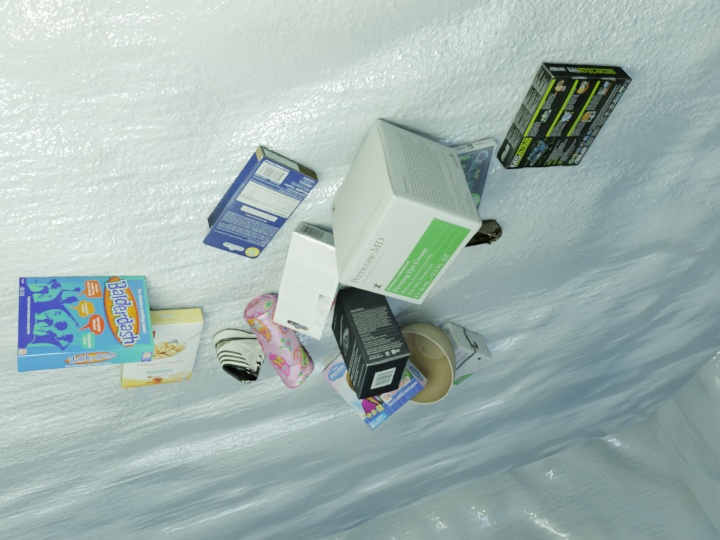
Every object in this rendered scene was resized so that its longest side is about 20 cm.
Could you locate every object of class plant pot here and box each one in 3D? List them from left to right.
[{"bbox_3d":[0.161,0.214,1.478,0.202,0.199,0.134,-53,174,35],"label":"plant pot"}]

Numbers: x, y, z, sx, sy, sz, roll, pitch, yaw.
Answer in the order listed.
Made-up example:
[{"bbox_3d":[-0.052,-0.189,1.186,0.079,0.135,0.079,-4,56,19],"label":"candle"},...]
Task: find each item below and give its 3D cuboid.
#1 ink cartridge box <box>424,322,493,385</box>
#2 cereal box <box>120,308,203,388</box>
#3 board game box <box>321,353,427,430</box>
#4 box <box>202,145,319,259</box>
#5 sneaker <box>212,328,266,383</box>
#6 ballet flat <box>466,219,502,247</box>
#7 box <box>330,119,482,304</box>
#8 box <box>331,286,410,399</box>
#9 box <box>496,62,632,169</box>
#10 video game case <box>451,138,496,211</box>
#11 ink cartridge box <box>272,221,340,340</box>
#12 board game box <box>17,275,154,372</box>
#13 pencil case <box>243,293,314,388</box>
[{"bbox_3d":[0.259,0.237,1.625,0.146,0.086,0.198,-41,143,22],"label":"ink cartridge box"},{"bbox_3d":[-0.399,0.157,1.156,0.140,0.040,0.202,-3,139,-28],"label":"cereal box"},{"bbox_3d":[0.031,0.265,1.446,0.200,0.200,0.041,-45,179,26],"label":"board game box"},{"bbox_3d":[-0.174,-0.107,0.979,0.119,0.033,0.200,17,125,-43],"label":"box"},{"bbox_3d":[-0.218,0.192,1.257,0.196,0.117,0.076,4,137,-34],"label":"sneaker"},{"bbox_3d":[0.223,-0.070,1.251,0.195,0.047,0.068,-9,141,-21],"label":"ballet flat"},{"bbox_3d":[0.066,-0.095,0.972,0.167,0.203,0.201,15,132,-23],"label":"box"},{"bbox_3d":[0.017,0.151,1.273,0.101,0.203,0.150,-10,144,-18],"label":"box"},{"bbox_3d":[0.374,-0.281,1.078,0.188,0.048,0.202,-6,141,-21],"label":"box"},{"bbox_3d":[0.166,-0.155,1.131,0.177,0.024,0.203,-16,143,-13],"label":"video game case"},{"bbox_3d":[-0.093,0.023,1.095,0.106,0.051,0.204,20,120,4],"label":"ink cartridge box"},{"bbox_3d":[-0.448,0.081,0.949,0.195,0.154,0.045,0,139,-31],"label":"board game box"},{"bbox_3d":[-0.165,0.146,1.198,0.086,0.088,0.203,-25,118,2],"label":"pencil case"}]
